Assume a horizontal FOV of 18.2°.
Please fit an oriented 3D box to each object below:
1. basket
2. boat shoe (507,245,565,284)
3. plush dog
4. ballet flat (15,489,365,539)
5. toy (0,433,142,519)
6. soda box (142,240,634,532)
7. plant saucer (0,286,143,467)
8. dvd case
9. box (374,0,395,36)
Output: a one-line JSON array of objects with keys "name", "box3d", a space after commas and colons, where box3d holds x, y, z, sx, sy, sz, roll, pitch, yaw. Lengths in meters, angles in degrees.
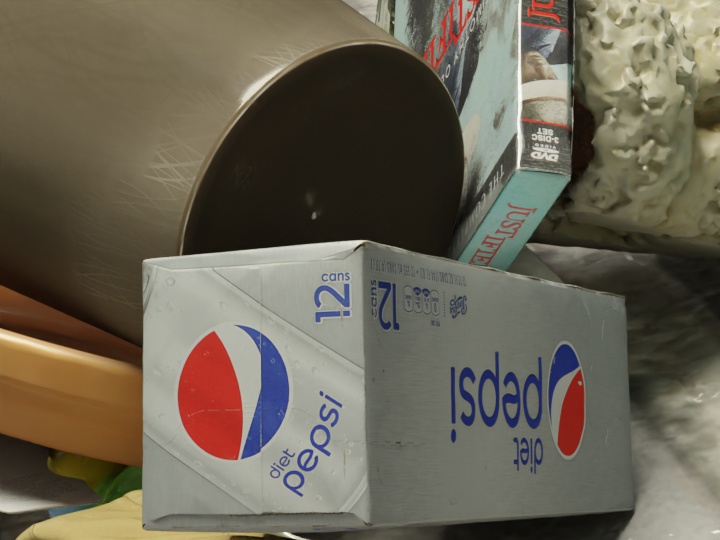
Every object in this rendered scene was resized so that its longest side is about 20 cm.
[{"name": "basket", "box3d": [-0.072, -0.052, 0.723, 0.180, 0.137, 0.199, -35, 43, -27]}, {"name": "boat shoe", "box3d": [0.000, 0.000, 0.852, 0.199, 0.072, 0.069, 27, 73, 41]}, {"name": "plush dog", "box3d": [0.124, -0.094, 0.814, 0.159, 0.174, 0.200, 8, -4, -8]}, {"name": "ballet flat", "box3d": [-0.023, 0.090, 0.603, 0.063, 0.069, 0.199, -27, 24, -37]}, {"name": "toy", "box3d": [-0.143, 0.061, 0.783, 0.199, 0.048, 0.115, 15, 13, 40]}, {"name": "soda box", "box3d": [0.015, 0.035, 0.614, 0.063, 0.069, 0.200, -4, -5, 24]}, {"name": "plant saucer", "box3d": [-0.093, 0.028, 0.763, 0.198, 0.038, 0.200, 15, 7, -2]}, {"name": "dvd case", "box3d": [0.039, -0.083, 0.754, 0.022, 0.202, 0.146, 9, -29, -13]}, {"name": "box", "box3d": [0.131, -0.110, 0.977, 0.199, 0.050, 0.157, 28, 37, 23]}]
